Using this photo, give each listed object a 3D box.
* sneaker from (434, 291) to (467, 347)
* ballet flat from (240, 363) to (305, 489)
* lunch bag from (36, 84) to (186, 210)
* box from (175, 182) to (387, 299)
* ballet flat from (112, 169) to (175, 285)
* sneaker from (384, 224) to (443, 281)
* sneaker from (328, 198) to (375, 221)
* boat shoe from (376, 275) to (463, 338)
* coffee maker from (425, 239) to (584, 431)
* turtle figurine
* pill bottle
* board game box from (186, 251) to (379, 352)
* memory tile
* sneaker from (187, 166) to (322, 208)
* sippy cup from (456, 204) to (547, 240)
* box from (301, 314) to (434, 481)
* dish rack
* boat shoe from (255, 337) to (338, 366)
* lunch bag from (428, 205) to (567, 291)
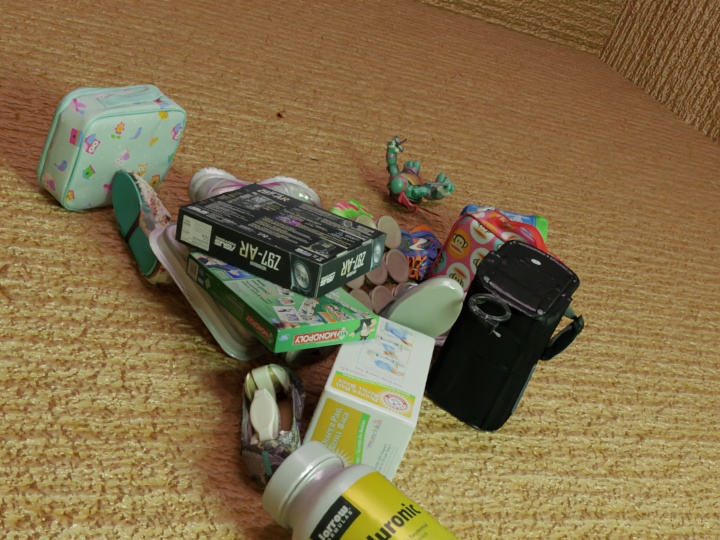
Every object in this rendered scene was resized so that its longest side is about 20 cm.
[{"bbox_3d":[0.109,0.065,1.426,0.199,0.081,0.073,6,2,-39],"label":"sneaker"},{"bbox_3d":[-0.094,0.140,1.113,0.071,0.072,0.201,17,27,-15],"label":"ballet flat"},{"bbox_3d":[-0.331,-0.172,1.424,0.077,0.161,0.199,34,27,21],"label":"lunch bag"},{"bbox_3d":[-0.092,-0.040,1.247,0.199,0.044,0.160,21,24,22],"label":"box"},{"bbox_3d":[-0.267,-0.050,1.359,0.064,0.076,0.201,15,34,-40],"label":"ballet flat"},{"bbox_3d":[0.078,-0.019,1.594,0.078,0.076,0.199,37,29,20],"label":"sneaker"},{"bbox_3d":[-0.022,-0.056,1.572,0.077,0.084,0.200,47,13,15],"label":"sneaker"},{"bbox_3d":[0.055,0.052,1.271,0.070,0.201,0.072,25,47,-18],"label":"boat shoe"},{"bbox_3d":[0.155,0.086,1.292,0.191,0.201,0.135,-12,46,-38],"label":"coffee maker"},{"bbox_3d":[0.091,-0.161,1.853,0.150,0.101,0.200,45,13,10],"label":"turtle figurine"},{"bbox_3d":[0.007,0.247,0.957,0.199,0.112,0.111,36,27,25],"label":"pill bottle"},{"bbox_3d":[-0.090,0.027,1.183,0.134,0.029,0.200,-4,27,-37],"label":"board game box"},{"bbox_3d":[0.000,0.000,1.447,0.199,0.017,0.155,-7,80,-49],"label":"memory tile"},{"bbox_3d":[-0.148,-0.087,1.528,0.198,0.082,0.088,4,31,-20],"label":"sneaker"},{"bbox_3d":[0.211,-0.040,1.675,0.129,0.179,0.140,20,46,-2],"label":"sippy cup"},{"bbox_3d":[0.008,0.144,1.157,0.101,0.113,0.200,22,23,1],"label":"box"},{"bbox_3d":[-0.149,0.006,1.302,0.201,0.044,0.171,53,31,12],"label":"dish rack"},{"bbox_3d":[-0.065,0.068,1.267,0.057,0.067,0.200,29,11,14],"label":"boat shoe"},{"bbox_3d":[0.205,0.006,1.526,0.082,0.177,0.200,-12,46,-47],"label":"lunch bag"}]
